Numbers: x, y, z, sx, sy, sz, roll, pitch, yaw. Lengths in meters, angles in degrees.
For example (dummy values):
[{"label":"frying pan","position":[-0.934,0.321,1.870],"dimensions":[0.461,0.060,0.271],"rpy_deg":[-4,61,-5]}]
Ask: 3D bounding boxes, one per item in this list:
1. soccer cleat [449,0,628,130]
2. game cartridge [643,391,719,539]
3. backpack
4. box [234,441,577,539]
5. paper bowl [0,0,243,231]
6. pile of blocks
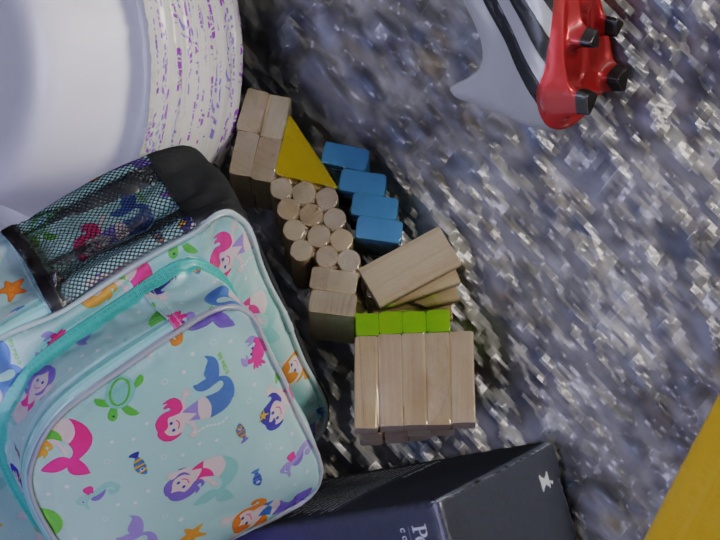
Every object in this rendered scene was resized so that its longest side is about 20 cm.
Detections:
[{"label":"soccer cleat","position":[0.075,-0.161,1.190],"dimensions":[0.085,0.069,0.200],"rpy_deg":[11,114,30]},{"label":"game cartridge","position":[0.224,0.147,1.193],"dimensions":[0.200,0.032,0.177],"rpy_deg":[39,123,25]},{"label":"backpack","position":[-0.124,0.061,1.261],"dimensions":[0.151,0.200,0.178],"rpy_deg":[-120,7,-49]},{"label":"box","position":[0.011,0.178,1.312],"dimensions":[0.200,0.104,0.148],"rpy_deg":[-14,94,39]},{"label":"paper bowl","position":[-0.158,-0.111,1.332],"dimensions":[0.200,0.104,0.201],"rpy_deg":[11,106,45]},{"label":"pile of blocks","position":[0.000,0.000,1.307],"dimensions":[0.200,0.082,0.062],"rpy_deg":[63,172,16]}]
